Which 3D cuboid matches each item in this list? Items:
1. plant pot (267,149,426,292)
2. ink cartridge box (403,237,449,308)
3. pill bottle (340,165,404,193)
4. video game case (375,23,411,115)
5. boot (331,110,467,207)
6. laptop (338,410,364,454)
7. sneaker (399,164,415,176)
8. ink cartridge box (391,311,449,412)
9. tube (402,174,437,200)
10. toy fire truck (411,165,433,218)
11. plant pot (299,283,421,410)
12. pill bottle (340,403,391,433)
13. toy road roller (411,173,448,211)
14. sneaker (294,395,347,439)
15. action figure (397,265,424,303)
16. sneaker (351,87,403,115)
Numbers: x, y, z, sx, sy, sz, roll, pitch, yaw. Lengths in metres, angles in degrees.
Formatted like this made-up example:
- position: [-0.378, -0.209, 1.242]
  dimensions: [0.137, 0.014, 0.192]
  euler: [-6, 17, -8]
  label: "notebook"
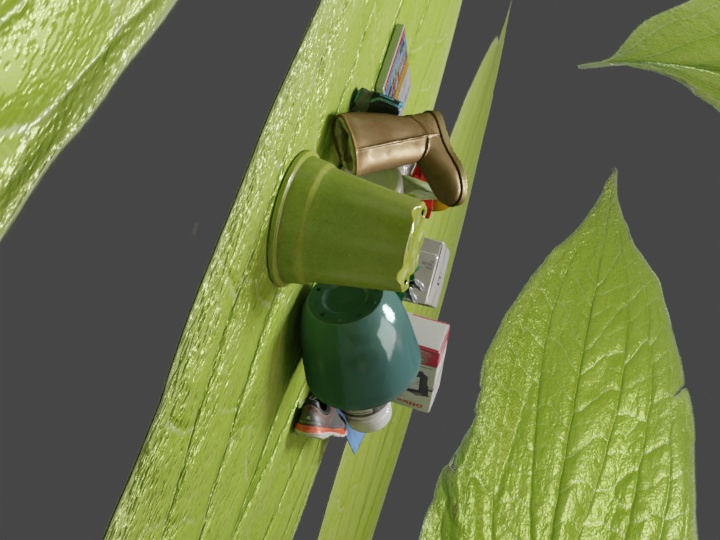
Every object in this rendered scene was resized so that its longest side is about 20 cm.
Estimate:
- position: [-0.009, -0.053, 1.121]
  dimensions: [0.200, 0.183, 0.201]
  euler: [14, 90, -77]
  label: "plant pot"
- position: [0.112, -0.003, 1.804]
  dimensions: [0.200, 0.146, 0.145]
  euler: [26, 78, -77]
  label: "ink cartridge box"
- position: [0.021, -0.100, 1.369]
  dimensions: [0.200, 0.114, 0.115]
  euler: [79, 28, -62]
  label: "pill bottle"
- position: [0.066, -0.354, 1.522]
  dimensions: [0.200, 0.017, 0.144]
  euler: [72, 34, -68]
  label: "video game case"
- position: [0.062, -0.170, 1.249]
  dimensions: [0.199, 0.066, 0.176]
  euler: [-14, 79, -38]
  label: "boot"
- position: [0.018, 0.252, 1.710]
  dimensions: [0.200, 0.116, 0.187]
  euler: [-55, 179, 28]
  label: "laptop"
- position: [0.060, -0.176, 1.538]
  dimensions: [0.088, 0.081, 0.201]
  euler: [-60, 159, -56]
  label: "sneaker"
- position: [0.092, 0.182, 1.599]
  dimensions: [0.201, 0.144, 0.085]
  euler: [93, 17, -45]
  label: "ink cartridge box"
- position: [0.081, -0.146, 1.405]
  dimensions: [0.058, 0.200, 0.052]
  euler: [-36, 114, -17]
  label: "tube"
- position: [0.130, -0.181, 1.534]
  dimensions: [0.200, 0.048, 0.141]
  euler: [-79, -176, -51]
  label: "toy fire truck"
- position: [-0.010, 0.097, 1.283]
  dimensions: [0.201, 0.200, 0.161]
  euler: [-65, 152, -43]
  label: "plant pot"
- position: [-0.001, 0.213, 1.521]
  dimensions: [0.114, 0.113, 0.201]
  euler: [-65, 150, -43]
  label: "pill bottle"
- position: [0.128, -0.166, 1.703]
  dimensions: [0.123, 0.145, 0.201]
  euler: [89, 19, -49]
  label: "toy road roller"
- position: [-0.065, 0.267, 1.485]
  dimensions: [0.200, 0.077, 0.082]
  euler: [32, 65, -78]
  label: "sneaker"
- position: [0.023, 0.064, 1.450]
  dimensions: [0.055, 0.199, 0.118]
  euler: [57, 37, -14]
  label: "action figure"
- position: [0.030, -0.218, 1.355]
  dimensions: [0.200, 0.081, 0.073]
  euler: [88, 18, -55]
  label: "sneaker"
